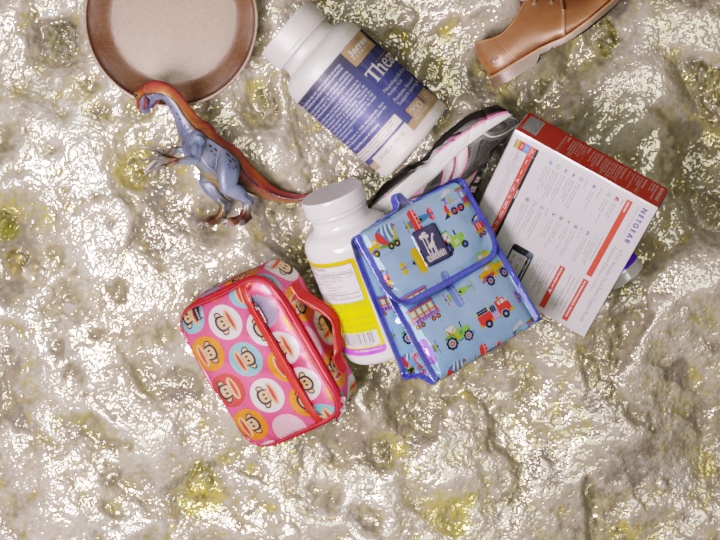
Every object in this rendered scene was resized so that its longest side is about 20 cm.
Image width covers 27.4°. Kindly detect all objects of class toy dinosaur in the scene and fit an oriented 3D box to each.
[{"bbox_3d":[-0.183,-0.140,1.702,0.200,0.105,0.182,-21,106,-31],"label":"toy dinosaur"}]

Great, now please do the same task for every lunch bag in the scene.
[{"bbox_3d":[-0.095,0.093,1.708,0.176,0.082,0.200,-25,100,30],"label":"lunch bag"},{"bbox_3d":[0.083,0.002,1.643,0.150,0.094,0.200,-30,100,-19],"label":"lunch bag"}]

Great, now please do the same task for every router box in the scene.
[{"bbox_3d":[0.222,-0.049,1.668,0.179,0.049,0.200,31,128,9],"label":"router box"}]

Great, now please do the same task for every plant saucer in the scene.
[{"bbox_3d":[-0.217,-0.289,1.700,0.200,0.037,0.201,0,99,-1],"label":"plant saucer"}]

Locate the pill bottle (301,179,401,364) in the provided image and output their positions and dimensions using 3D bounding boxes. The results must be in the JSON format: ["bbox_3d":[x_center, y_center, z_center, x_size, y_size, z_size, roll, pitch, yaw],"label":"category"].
[{"bbox_3d":[0.000,0.000,1.695,0.104,0.104,0.200,-19,109,3],"label":"pill bottle"}]

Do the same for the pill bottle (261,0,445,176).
[{"bbox_3d":[-0.011,-0.210,1.674,0.200,0.111,0.111,41,97,-6],"label":"pill bottle"}]

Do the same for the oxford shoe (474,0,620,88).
[{"bbox_3d":[0.221,-0.290,1.685,0.200,0.071,0.071,-31,92,6],"label":"oxford shoe"}]

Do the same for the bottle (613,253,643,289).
[{"bbox_3d":[0.252,-0.069,1.719,0.083,0.065,0.200,-38,97,12],"label":"bottle"}]

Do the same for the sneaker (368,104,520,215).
[{"bbox_3d":[0.110,-0.110,1.715,0.200,0.080,0.086,-38,102,18],"label":"sneaker"}]
